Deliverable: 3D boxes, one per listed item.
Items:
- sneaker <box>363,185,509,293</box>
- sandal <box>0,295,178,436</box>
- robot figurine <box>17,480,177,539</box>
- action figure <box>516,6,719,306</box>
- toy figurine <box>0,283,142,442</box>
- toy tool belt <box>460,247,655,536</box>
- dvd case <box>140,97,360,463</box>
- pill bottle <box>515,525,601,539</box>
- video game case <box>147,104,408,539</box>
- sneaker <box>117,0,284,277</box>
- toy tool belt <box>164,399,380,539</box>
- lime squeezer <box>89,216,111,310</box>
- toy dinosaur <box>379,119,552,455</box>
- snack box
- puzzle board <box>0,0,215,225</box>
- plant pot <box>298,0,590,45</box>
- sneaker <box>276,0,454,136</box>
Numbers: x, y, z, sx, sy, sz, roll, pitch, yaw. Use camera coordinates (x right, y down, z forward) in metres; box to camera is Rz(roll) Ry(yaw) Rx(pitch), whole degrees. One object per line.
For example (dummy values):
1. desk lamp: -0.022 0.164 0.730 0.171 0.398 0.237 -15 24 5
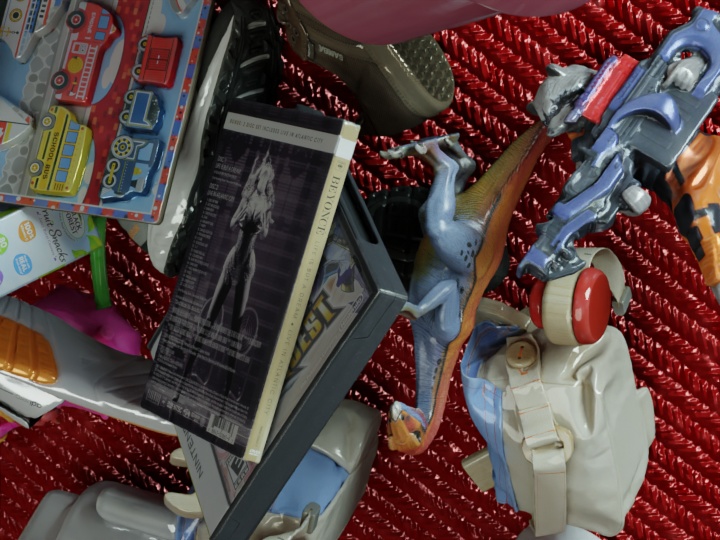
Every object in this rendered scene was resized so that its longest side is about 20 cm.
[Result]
1. sneaker: 0.000 0.000 1.473 0.199 0.076 0.091 2 139 17
2. sandal: -0.192 0.076 1.463 0.206 0.079 0.059 23 118 11
3. robot figurine: -0.143 0.217 1.621 0.200 0.113 0.170 13 141 18
4. action figure: 0.168 -0.041 1.334 0.193 0.200 0.105 43 164 6
5. toy figurine: -0.234 0.077 1.582 0.184 0.200 0.151 -12 76 9
6. toy tool belt: 0.103 0.075 1.425 0.123 0.125 0.200 5 135 25
7. dvd case: -0.067 0.001 1.351 0.016 0.149 0.200 16 91 -30
8. pill bottle: 0.105 0.266 1.540 0.111 0.111 0.200 28 125 7
9. video game case: -0.055 0.032 1.356 0.025 0.181 0.200 16 121 -30
10. sneaker: -0.111 -0.091 1.465 0.079 0.074 0.200 38 123 21
11. toy tool belt: -0.075 0.146 1.492 0.123 0.200 0.125 21 125 11
12. lime squeezer: -0.185 -0.074 1.494 0.038 0.071 0.200 -20 93 -11
13. toy dinosaur: 0.053 0.012 1.358 0.199 0.105 0.182 -12 94 2
14. snack box: -0.277 -0.013 1.490 0.200 0.142 0.053 6 121 56
15. puzzle board: -0.170 -0.134 1.421 0.150 0.017 0.201 8 77 20
16. plant pot: 0.048 -0.215 1.265 0.200 0.200 0.179 52 140 -9
17. sneaker: -0.026 -0.165 1.386 0.075 0.070 0.200 -26 104 34
